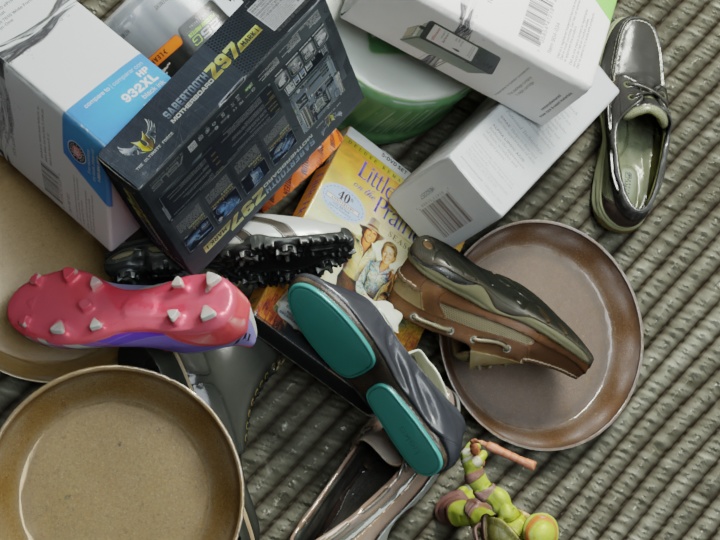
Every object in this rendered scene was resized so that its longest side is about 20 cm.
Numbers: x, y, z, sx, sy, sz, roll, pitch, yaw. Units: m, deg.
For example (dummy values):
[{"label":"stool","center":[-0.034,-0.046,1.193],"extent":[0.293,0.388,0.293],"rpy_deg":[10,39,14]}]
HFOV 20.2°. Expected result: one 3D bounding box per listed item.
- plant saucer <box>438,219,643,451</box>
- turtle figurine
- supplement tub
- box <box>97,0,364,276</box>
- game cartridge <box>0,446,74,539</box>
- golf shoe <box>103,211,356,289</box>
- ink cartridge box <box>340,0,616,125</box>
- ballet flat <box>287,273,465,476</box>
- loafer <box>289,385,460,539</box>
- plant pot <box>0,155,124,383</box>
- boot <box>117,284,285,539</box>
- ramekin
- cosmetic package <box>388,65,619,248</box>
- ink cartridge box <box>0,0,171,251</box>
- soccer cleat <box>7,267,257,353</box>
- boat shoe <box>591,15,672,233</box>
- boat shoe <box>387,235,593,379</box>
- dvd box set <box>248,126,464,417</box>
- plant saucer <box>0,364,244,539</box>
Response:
[{"label":"plant saucer","center":[0.153,0.057,1.754],"extent":[0.199,0.032,0.201],"rpy_deg":[3,81,-21]},{"label":"turtle figurine","center":[0.127,0.223,1.648],"extent":[0.200,0.161,0.064],"rpy_deg":[46,69,-9]},{"label":"supplement tub","center":[-0.113,-0.150,1.637],"extent":[0.200,0.122,0.123],"rpy_deg":[48,68,-8]},{"label":"box","center":[-0.092,-0.108,1.499],"extent":[0.051,0.158,0.200],"rpy_deg":[38,79,25]},{"label":"game cartridge","center":[-0.227,0.217,1.581],"extent":[0.200,0.040,0.133],"rpy_deg":[43,66,-10]},{"label":"golf shoe","center":[-0.104,-0.035,1.597],"extent":[0.199,0.078,0.095],"rpy_deg":[-4,62,-1]},{"label":"ink cartridge box","center":[0.102,-0.234,1.638],"extent":[0.200,0.084,0.146],"rpy_deg":[27,63,-15]},{"label":"ballet flat","center":[0.018,0.073,1.614],"extent":[0.073,0.073,0.200],"rpy_deg":[-41,99,-22]},{"label":"loafer","center":[0.013,0.167,1.654],"extent":[0.200,0.072,0.063],"rpy_deg":[-57,134,-17]},{"label":"plant pot","center":[-0.249,-0.008,1.613],"extent":[0.199,0.027,0.201],"rpy_deg":[4,79,-21]},{"label":"boot","center":[-0.095,0.118,1.633],"extent":[0.138,0.077,0.201],"rpy_deg":[-30,106,-38]},{"label":"ramekin","center":[0.024,-0.215,1.713],"extent":[0.199,0.098,0.201],"rpy_deg":[3,80,-21]},{"label":"cosmetic package","center":[0.123,-0.108,1.711],"extent":[0.074,0.102,0.200],"rpy_deg":[48,52,-8]},{"label":"ink cartridge box","center":[-0.233,-0.134,1.537],"extent":[0.200,0.145,0.084],"rpy_deg":[40,64,17]},{"label":"soccer cleat","center":[-0.176,0.038,1.552],"extent":[0.199,0.077,0.067],"rpy_deg":[-3,59,20]},{"label":"boat shoe","center":[0.250,-0.135,1.806],"extent":[0.072,0.066,0.202],"rpy_deg":[11,78,-19]},{"label":"boat shoe","center":[0.104,0.043,1.687],"extent":[0.200,0.076,0.074],"rpy_deg":[30,104,-26]},{"label":"dvd box set","center":[0.000,0.000,1.681],"extent":[0.146,0.029,0.200],"rpy_deg":[38,60,-19]},{"label":"plant saucer","center":[-0.189,0.173,1.544],"extent":[0.199,0.035,0.201],"rpy_deg":[0,88,-6]}]
